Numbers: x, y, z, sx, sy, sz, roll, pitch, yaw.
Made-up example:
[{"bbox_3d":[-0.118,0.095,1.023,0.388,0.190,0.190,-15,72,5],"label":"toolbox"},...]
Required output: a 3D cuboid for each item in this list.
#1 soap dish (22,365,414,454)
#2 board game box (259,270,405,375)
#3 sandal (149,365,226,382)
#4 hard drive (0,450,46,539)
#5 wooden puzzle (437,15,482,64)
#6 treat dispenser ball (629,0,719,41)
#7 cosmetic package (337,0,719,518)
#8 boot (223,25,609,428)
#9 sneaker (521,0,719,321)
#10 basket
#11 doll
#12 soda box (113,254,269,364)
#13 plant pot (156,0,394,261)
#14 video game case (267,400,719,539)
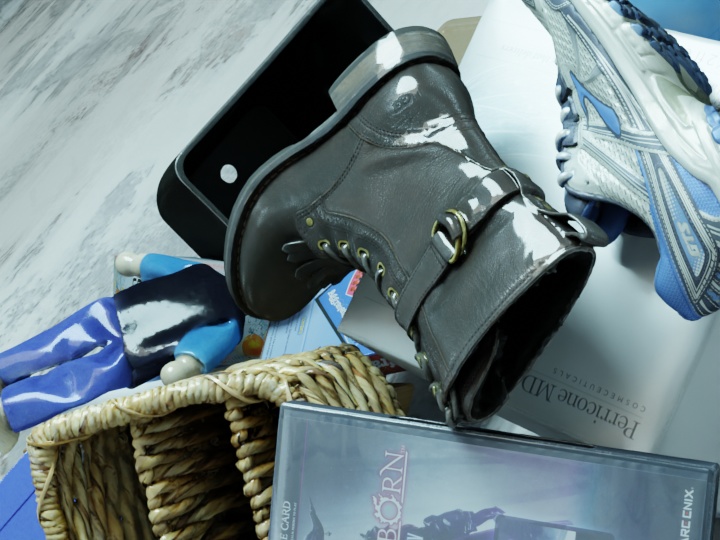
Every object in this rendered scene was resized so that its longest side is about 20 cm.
[{"bbox_3d":[-0.086,0.109,0.943,0.199,0.082,0.157,-12,5,-41],"label":"soap dish"},{"bbox_3d":[0.000,0.000,0.934,0.102,0.020,0.201,-13,32,17],"label":"board game box"},{"bbox_3d":[-0.137,0.072,1.159,0.079,0.087,0.201,-32,24,26],"label":"sandal"},{"bbox_3d":[-0.149,0.210,0.837,0.132,0.200,0.025,-50,-5,-20],"label":"hard drive"},{"bbox_3d":[0.080,-0.156,1.294,0.200,0.037,0.185,-45,25,-20],"label":"wooden puzzle"},{"bbox_3d":[0.228,-0.248,1.035,0.200,0.201,0.201,-31,27,18],"label":"treat dispenser ball"},{"bbox_3d":[0.127,-0.011,0.757,0.199,0.123,0.201,22,86,41],"label":"cosmetic package"},{"bbox_3d":[0.016,0.002,0.699,0.200,0.069,0.175,-54,45,32],"label":"boot"},{"bbox_3d":[0.113,-0.061,0.660,0.085,0.077,0.201,-46,50,20],"label":"sneaker"},{"bbox_3d":[-0.050,0.148,0.739,0.142,0.202,0.148,-14,-1,40],"label":"basket"},{"bbox_3d":[-0.131,0.034,0.895,0.199,0.049,0.137,-22,38,-2],"label":"doll"},{"bbox_3d":[-0.115,0.024,1.039,0.200,0.068,0.064,-171,84,-65],"label":"soda box"},{"bbox_3d":[-0.039,-0.061,1.131,0.200,0.200,0.177,-51,15,-22],"label":"plant pot"},{"bbox_3d":[0.051,0.142,0.663,0.198,0.144,0.019,6,3,20],"label":"video game case"}]
